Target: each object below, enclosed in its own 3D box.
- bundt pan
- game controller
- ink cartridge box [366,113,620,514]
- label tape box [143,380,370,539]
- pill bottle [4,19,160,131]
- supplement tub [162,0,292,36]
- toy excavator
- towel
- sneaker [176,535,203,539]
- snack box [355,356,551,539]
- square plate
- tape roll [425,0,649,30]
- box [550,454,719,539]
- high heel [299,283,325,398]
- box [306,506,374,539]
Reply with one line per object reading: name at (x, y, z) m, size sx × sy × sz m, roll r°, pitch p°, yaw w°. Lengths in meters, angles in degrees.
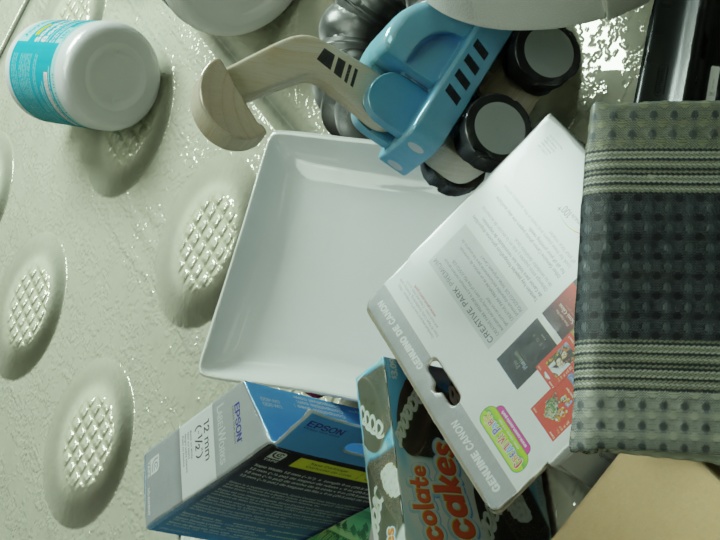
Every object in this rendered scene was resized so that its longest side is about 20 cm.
bundt pan at (0.034, -0.175, 1.089) m, size 0.202 × 0.076 × 0.202 m, roll -24°, pitch 57°, yaw 43°
game controller at (0.209, -0.096, 0.810) m, size 0.042 × 0.104 × 0.200 m, roll 87°, pitch -163°, yaw -61°
ink cartridge box at (0.120, 0.035, 0.862) m, size 0.176 × 0.084 × 0.200 m, roll -45°, pitch 43°, yaw 13°
label tape box at (-0.040, 0.130, 0.988) m, size 0.200 × 0.143 × 0.066 m, roll -39°, pitch 46°, yaw 39°
pill bottle at (-0.301, -0.207, 1.488) m, size 0.200 × 0.111 × 0.111 m, roll 14°, pitch 86°, yaw 52°
supplement tub at (-0.149, -0.316, 1.317) m, size 0.144 × 0.144 × 0.200 m, roll -60°, pitch 39°, yaw 14°
toy excavator at (0.013, -0.124, 0.944) m, size 0.195 × 0.200 × 0.100 m, roll -57°, pitch 7°, yaw -16°
towel at (0.212, 0.007, 0.733) m, size 0.200 × 0.035 × 0.193 m, roll 2°, pitch 80°, yaw 11°
sneaker at (-0.133, 0.254, 1.133) m, size 0.201 × 0.076 × 0.115 m, roll -45°, pitch 35°, yaw 19°
snack box at (0.063, 0.157, 0.876) m, size 0.037 × 0.116 × 0.200 m, roll -41°, pitch 47°, yaw 45°
square plate at (0.000, 0.000, 1.022) m, size 0.198 × 0.028 × 0.200 m, roll 8°, pitch 71°, yaw 22°
tape roll at (0.127, -0.228, 0.928) m, size 0.203 × 0.037 × 0.203 m, roll -10°, pitch 42°, yaw 9°
box at (0.177, 0.203, 0.749) m, size 0.200 × 0.021 × 0.164 m, roll 46°, pitch 111°, yaw 31°
high heel at (-0.040, 0.012, 1.108) m, size 0.096 × 0.067 × 0.200 m, roll -14°, pitch 50°, yaw 39°
box at (0.011, 0.264, 0.965) m, size 0.144 × 0.036 × 0.200 m, roll -35°, pitch 49°, yaw 38°
